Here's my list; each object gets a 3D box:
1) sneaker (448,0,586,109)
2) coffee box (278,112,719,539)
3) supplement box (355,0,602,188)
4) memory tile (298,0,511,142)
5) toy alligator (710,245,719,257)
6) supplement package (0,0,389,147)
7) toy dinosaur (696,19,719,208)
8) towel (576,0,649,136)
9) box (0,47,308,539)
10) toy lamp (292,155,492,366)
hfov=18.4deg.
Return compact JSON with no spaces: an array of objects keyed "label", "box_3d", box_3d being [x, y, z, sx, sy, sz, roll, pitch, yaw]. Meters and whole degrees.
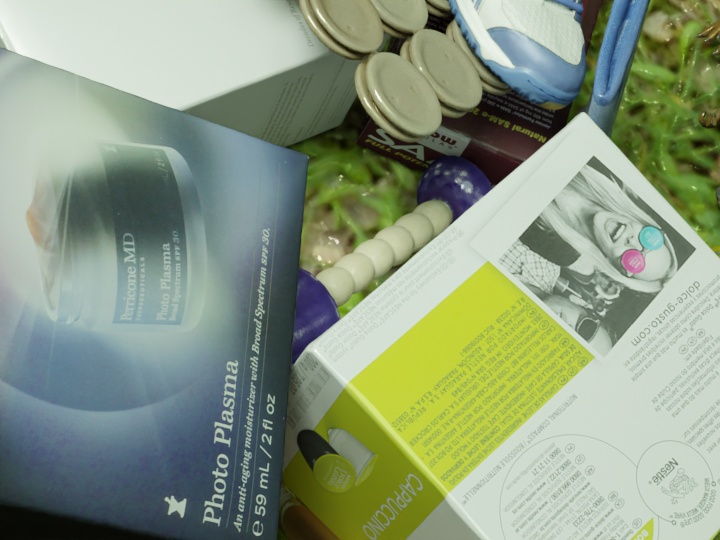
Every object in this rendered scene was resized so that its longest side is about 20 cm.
[{"label":"sneaker","box_3d":[0.093,-0.185,1.208,0.075,0.088,0.201,16,49,-42]},{"label":"coffee box","box_3d":[0.082,0.087,1.125,0.200,0.200,0.198,-40,82,-27]},{"label":"supplement box","box_3d":[0.080,-0.148,1.300,0.108,0.061,0.201,22,63,-6]},{"label":"memory tile","box_3d":[0.025,-0.150,1.190,0.154,0.017,0.200,54,35,3]},{"label":"toy alligator","box_3d":[0.203,0.011,1.273,0.198,0.054,0.060,21,63,-7]},{"label":"supplement package","box_3d":[-0.106,-0.120,1.201,0.199,0.121,0.120,-23,76,-24]},{"label":"toy dinosaur","box_3d":[0.257,-0.111,1.349,0.200,0.060,0.106,-46,110,-21]},{"label":"towel","box_3d":[0.127,-0.086,1.205,0.024,0.201,0.148,17,57,5]},{"label":"box","box_3d":[-0.139,0.026,1.010,0.197,0.123,0.202,17,68,-36]},{"label":"toy lamp","box_3d":[0.000,0.000,1.186,0.058,0.058,0.200,48,47,7]}]
